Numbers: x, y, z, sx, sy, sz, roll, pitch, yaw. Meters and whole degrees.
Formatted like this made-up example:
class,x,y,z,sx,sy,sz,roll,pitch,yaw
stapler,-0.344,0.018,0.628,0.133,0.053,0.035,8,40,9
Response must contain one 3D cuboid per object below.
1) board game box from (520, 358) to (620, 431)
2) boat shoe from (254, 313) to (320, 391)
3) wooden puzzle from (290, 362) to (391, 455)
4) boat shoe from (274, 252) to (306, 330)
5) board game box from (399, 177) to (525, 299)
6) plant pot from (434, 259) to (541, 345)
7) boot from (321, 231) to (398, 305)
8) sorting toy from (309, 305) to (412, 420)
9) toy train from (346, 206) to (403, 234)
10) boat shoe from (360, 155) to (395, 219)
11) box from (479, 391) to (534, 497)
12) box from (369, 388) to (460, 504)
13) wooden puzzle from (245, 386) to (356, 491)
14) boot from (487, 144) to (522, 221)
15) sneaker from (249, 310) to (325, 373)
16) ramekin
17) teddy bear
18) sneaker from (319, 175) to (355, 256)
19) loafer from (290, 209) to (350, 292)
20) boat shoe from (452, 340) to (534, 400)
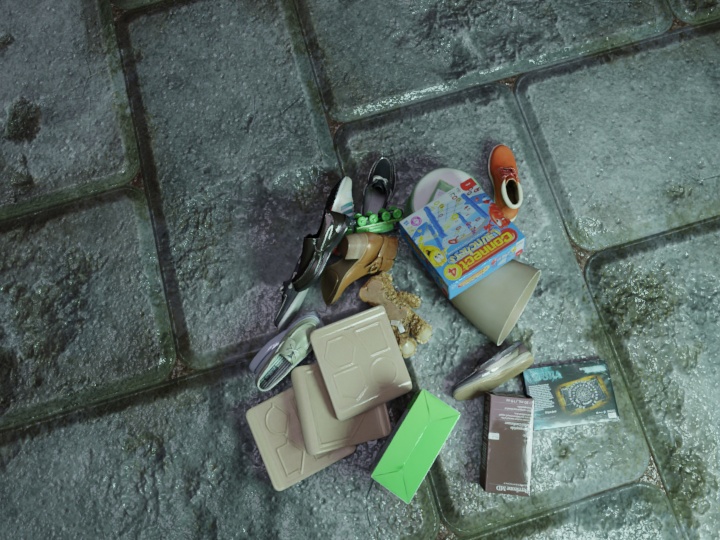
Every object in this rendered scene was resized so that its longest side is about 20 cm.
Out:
class,x,y,z,sx,sy,sz,roll,pitch,yaw
board game box,0.467,0.278,1.260,0.195,0.028,0.138,-6,75,0
boat shoe,-0.153,0.184,1.220,0.072,0.062,0.201,39,85,-12
wooden puzzle,-0.044,0.292,1.240,0.196,0.037,0.189,-8,70,-20
boat shoe,-0.152,0.040,1.303,0.060,0.074,0.202,28,76,4
board game box,0.216,-0.073,1.209,0.198,0.056,0.197,-32,59,-7
plant pot,0.272,0.033,1.264,0.198,0.188,0.189,32,78,22
boot,0.000,0.000,1.310,0.152,0.202,0.074,-3,44,-37
sorting toy,0.001,0.200,1.231,0.182,0.036,0.204,-19,87,-15
toy train,0.010,-0.103,1.300,0.196,0.042,0.058,-13,113,-15
boat shoe,0.041,-0.193,1.371,0.072,0.060,0.204,17,77,5
box,0.314,0.369,1.207,0.098,0.075,0.205,4,85,3
box,0.110,0.361,1.171,0.096,0.177,0.202,32,79,8
wooden puzzle,-0.132,0.356,1.248,0.197,0.046,0.188,-24,77,-10
boot,0.354,-0.224,1.351,0.073,0.107,0.205,-3,74,2
sneaker,-0.161,0.177,1.276,0.199,0.073,0.071,-38,75,-8
ramekin,0.203,-0.144,1.336,0.195,0.098,0.205,0,76,1
teddy bear,0.079,0.103,1.302,0.198,0.067,0.146,33,88,2
sneaker,-0.040,-0.127,1.363,0.092,0.070,0.204,23,66,-21
loafer,-0.101,-0.048,1.232,0.071,0.073,0.202,31,93,-18
boat shoe,0.290,0.224,1.261,0.198,0.072,0.065,-30,52,6
